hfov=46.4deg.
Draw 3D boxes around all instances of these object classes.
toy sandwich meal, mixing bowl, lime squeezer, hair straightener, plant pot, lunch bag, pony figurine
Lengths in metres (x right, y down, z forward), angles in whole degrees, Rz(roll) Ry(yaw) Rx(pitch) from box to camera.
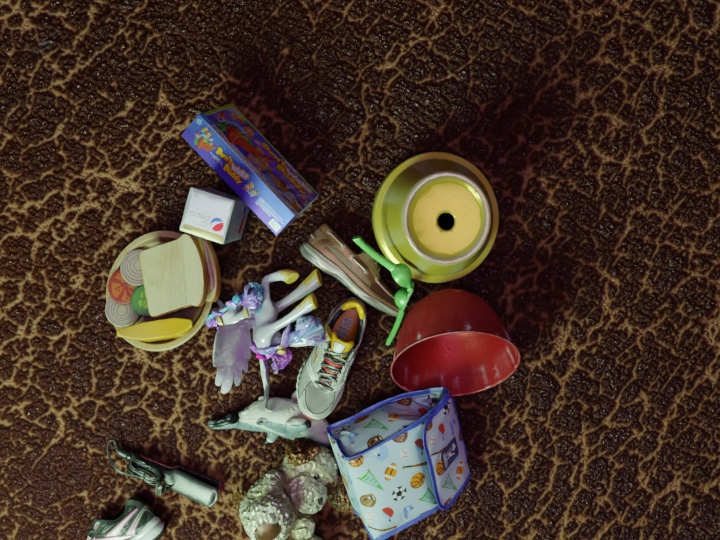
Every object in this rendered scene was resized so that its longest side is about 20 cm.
[{"bbox_3d":[-0.310,0.027,1.289,0.200,0.070,0.210,-2,80,11],"label":"toy sandwich meal"},{"bbox_3d":[0.138,0.100,1.286,0.195,0.202,0.110,-5,55,-1],"label":"mixing bowl"},{"bbox_3d":[0.048,0.032,1.253,0.069,0.038,0.203,-17,123,1],"label":"lime squeezer"},{"bbox_3d":[-0.314,0.321,1.328,0.197,0.077,0.042,29,95,-3],"label":"hair straightener"},{"bbox_3d":[0.117,-0.077,1.256,0.196,0.189,0.206,0,95,-1],"label":"plant pot"},{"bbox_3d":[0.071,0.291,1.295,0.197,0.124,0.173,-22,115,-14],"label":"lunch bag"},{"bbox_3d":[-0.146,0.097,1.280,0.196,0.167,0.196,-21,57,12],"label":"pony figurine"}]

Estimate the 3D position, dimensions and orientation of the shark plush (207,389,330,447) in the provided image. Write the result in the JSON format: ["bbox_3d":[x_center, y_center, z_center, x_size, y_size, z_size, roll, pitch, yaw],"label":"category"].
[{"bbox_3d":[-0.145,0.253,1.336,0.195,0.092,0.085,-8,125,-6],"label":"shark plush"}]

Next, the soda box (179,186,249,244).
[{"bbox_3d":[-0.211,-0.082,1.243,0.067,0.200,0.065,17,93,-2],"label":"soda box"}]

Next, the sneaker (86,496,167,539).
[{"bbox_3d":[-0.409,0.438,1.345,0.198,0.080,0.087,-36,82,-7],"label":"sneaker"}]

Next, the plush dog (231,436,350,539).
[{"bbox_3d":[-0.104,0.349,1.316,0.171,0.160,0.201,-41,134,-11],"label":"plush dog"}]

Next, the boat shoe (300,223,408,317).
[{"bbox_3d":[0.000,0.000,1.317,0.198,0.076,0.072,36,87,-8],"label":"boat shoe"}]

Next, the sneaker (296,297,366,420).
[{"bbox_3d":[-0.046,0.132,1.300,0.076,0.082,0.204,20,79,-2],"label":"sneaker"}]

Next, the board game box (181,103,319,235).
[{"bbox_3d":[-0.162,-0.157,1.269,0.200,0.135,0.045,46,112,-4],"label":"board game box"}]
